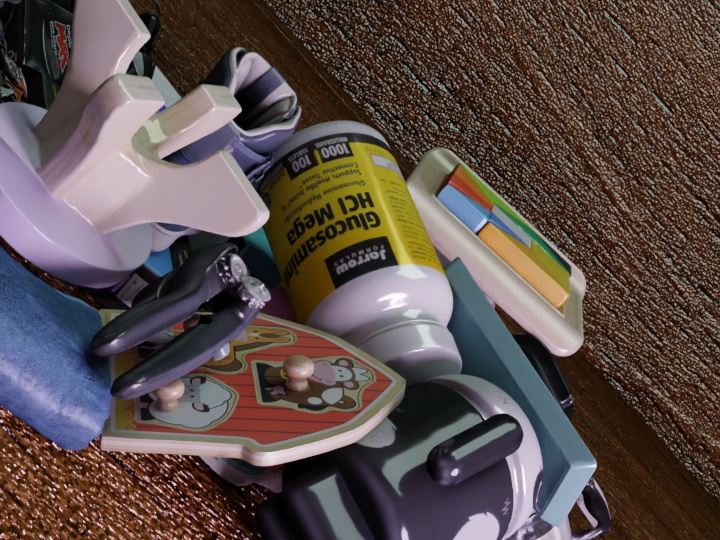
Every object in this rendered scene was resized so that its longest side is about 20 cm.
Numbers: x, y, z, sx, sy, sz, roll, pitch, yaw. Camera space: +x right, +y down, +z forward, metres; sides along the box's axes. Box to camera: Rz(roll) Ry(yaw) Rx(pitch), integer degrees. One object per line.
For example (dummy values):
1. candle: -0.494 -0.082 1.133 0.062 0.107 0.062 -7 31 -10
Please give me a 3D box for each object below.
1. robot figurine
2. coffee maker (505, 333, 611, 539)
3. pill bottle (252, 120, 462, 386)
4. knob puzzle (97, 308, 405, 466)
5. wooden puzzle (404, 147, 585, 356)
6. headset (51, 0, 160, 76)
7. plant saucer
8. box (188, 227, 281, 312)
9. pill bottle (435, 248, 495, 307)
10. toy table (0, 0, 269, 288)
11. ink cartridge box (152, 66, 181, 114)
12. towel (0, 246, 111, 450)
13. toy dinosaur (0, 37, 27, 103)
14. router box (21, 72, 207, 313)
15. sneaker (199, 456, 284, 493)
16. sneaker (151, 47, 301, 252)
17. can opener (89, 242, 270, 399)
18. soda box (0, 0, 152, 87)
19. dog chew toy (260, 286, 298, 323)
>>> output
1. robot figurine: 0.030 0.146 1.111 0.199 0.126 0.150 -21 26 -38
2. coffee maker: 0.095 0.151 1.321 0.192 0.134 0.201 39 -29 37
3. pill bottle: 0.000 0.000 1.219 0.112 0.112 0.201 34 28 -53
4. knob puzzle: -0.068 0.062 1.081 0.217 0.031 0.220 6 23 -3
5. wooden puzzle: 0.116 -0.025 1.373 0.185 0.037 0.200 43 17 -2
6. headset: -0.262 -0.237 1.513 0.199 0.095 0.123 21 30 24
7. plant saucer: 0.098 0.084 1.196 0.019 0.070 0.201 -7 48 -32
8. box: -0.130 -0.035 1.382 0.049 0.082 0.200 35 16 -38
9. pill bottle: 0.051 0.056 1.470 0.114 0.113 0.201 53 -29 30
10. toy table: -0.150 -0.076 1.041 0.184 0.117 0.200 53 14 -6
11. ink cartridge box: -0.239 -0.192 1.640 0.201 0.043 0.198 53 11 22
12. towel: -0.218 0.013 0.930 0.200 0.048 0.112 42 12 -31
13. toy dinosaur: -0.250 -0.102 1.110 0.136 0.102 0.200 52 -6 -39
14. router box: -0.191 -0.045 1.247 0.149 0.051 0.200 42 13 -30
15. sneaker: -0.053 0.107 1.170 0.200 0.080 0.072 32 20 -56
16. sneaker: -0.104 -0.096 1.240 0.077 0.146 0.202 42 12 -9
17. can opener: -0.108 0.035 1.021 0.064 0.078 0.200 54 19 -6
18. soda box: -0.245 -0.166 1.377 0.200 0.070 0.064 23 65 -66
19. dog chew toy: -0.038 0.067 1.309 0.199 0.125 0.125 20 28 -51
